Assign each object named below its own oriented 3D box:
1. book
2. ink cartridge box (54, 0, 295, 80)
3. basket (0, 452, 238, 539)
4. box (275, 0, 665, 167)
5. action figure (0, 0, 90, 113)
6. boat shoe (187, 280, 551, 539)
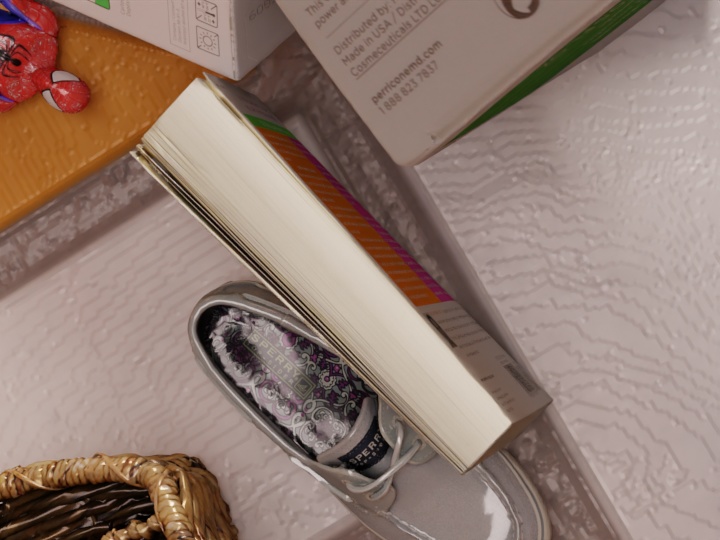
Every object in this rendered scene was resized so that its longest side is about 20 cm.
[{"bbox_3d":[0.000,0.000,1.122,0.200,0.134,0.048,45,100,8],"label":"book"},{"bbox_3d":[-0.104,-0.165,1.145,0.200,0.109,0.050,24,138,26],"label":"ink cartridge box"},{"bbox_3d":[-0.154,0.164,1.146,0.199,0.149,0.143,-22,87,11],"label":"basket"},{"bbox_3d":[0.061,-0.190,1.028,0.200,0.171,0.199,53,131,2],"label":"box"},{"bbox_3d":[-0.218,-0.130,1.182,0.200,0.099,0.065,31,97,6],"label":"action figure"},{"bbox_3d":[-0.001,0.078,1.154,0.201,0.072,0.070,38,97,8],"label":"boat shoe"}]
